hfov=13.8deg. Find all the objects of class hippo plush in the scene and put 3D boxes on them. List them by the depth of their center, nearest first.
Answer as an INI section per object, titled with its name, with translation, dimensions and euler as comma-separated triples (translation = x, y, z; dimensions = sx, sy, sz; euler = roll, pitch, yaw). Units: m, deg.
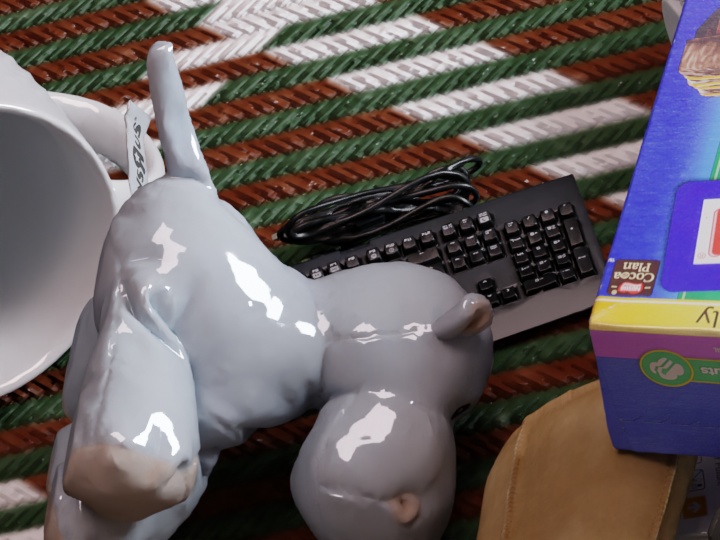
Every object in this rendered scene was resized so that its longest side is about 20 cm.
[hippo plush]
translation = -0.033, 0.042, 1.189
dimensions = 0.160, 0.159, 0.201
euler = 12, 72, -8

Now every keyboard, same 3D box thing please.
[keyboard]
translation = 0.000, 0.000, 1.268
dimensions = 0.199, 0.040, 0.104
euler = -18, 45, 1

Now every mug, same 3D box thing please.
[mug]
translation = -0.183, -0.045, 1.320
dimensions = 0.199, 0.148, 0.175
euler = -4, 29, -28

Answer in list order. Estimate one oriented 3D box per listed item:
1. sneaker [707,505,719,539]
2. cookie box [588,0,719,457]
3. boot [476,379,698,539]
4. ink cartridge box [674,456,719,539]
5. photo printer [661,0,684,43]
[sneaker]
translation = 0.202, 0.133, 1.001
dimensions = 0.200, 0.074, 0.085
euler = 21, 74, 22
[cookie box]
translation = 0.188, -0.027, 1.075
dimensions = 0.171, 0.075, 0.200
euler = 3, 50, 21
[boot]
translation = 0.046, 0.145, 1.079
dimensions = 0.175, 0.066, 0.200
euler = -25, 32, 30
[ink cartridge box]
translation = 0.208, 0.058, 1.138
dimensions = 0.199, 0.037, 0.095
euler = -12, 45, 11
[photo printer]
translation = 0.250, -0.105, 1.255
dimensions = 0.200, 0.070, 0.167
euler = -26, 44, -5
